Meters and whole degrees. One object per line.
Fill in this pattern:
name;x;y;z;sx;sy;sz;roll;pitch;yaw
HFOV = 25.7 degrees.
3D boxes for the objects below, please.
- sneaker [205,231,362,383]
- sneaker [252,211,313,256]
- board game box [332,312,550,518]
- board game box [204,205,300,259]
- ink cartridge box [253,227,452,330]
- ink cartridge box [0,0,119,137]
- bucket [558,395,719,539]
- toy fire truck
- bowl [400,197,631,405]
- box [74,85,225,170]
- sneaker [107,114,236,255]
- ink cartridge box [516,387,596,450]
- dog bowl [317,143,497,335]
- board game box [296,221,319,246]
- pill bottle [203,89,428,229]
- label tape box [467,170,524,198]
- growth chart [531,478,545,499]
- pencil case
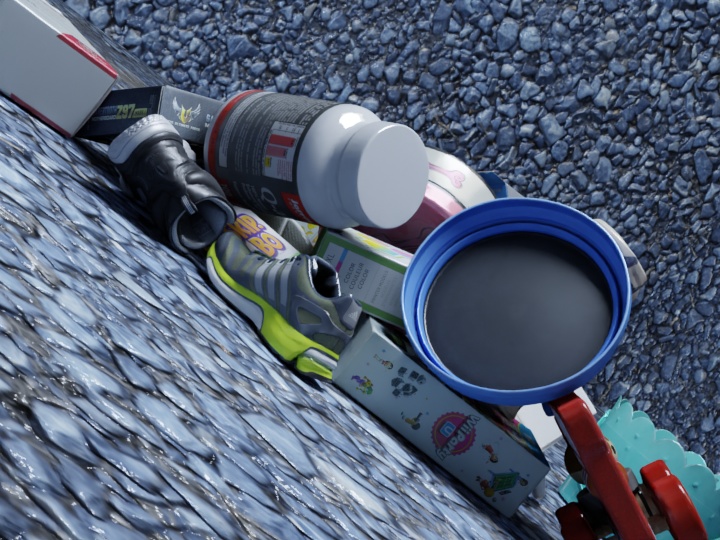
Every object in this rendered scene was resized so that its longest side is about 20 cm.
sneaker;-0.062;0.017;1.353;0.074;0.081;0.200;35;6;-47
sneaker;-0.099;-0.034;1.664;0.200;0.070;0.080;41;2;37
board game box;0.069;0.126;1.441;0.200;0.064;0.148;39;5;-6
board game box;-0.097;-0.011;1.554;0.200;0.030;0.096;38;23;23
ink cartridge box;0.000;0.000;1.482;0.200;0.059;0.104;23;7;-4
ink cartridge box;-0.344;-0.232;1.579;0.146;0.083;0.200;35;5;-34
bucket;0.337;0.258;1.817;0.207;0.135;0.207;38;3;-3
toy fire truck;0.213;0.178;1.389;0.168;0.112;0.200;64;3;-1
bowl;0.136;0.028;1.380;0.201;0.201;0.039;41;-17;29
box;-0.164;-0.138;1.592;0.200;0.051;0.158;13;-8;-39
sneaker;-0.167;-0.065;1.446;0.114;0.075;0.200;54;-3;11
ink cartridge box;0.155;0.099;1.717;0.200;0.083;0.147;58;-12;4
dog bowl;0.045;-0.024;1.584;0.200;0.200;0.074;38;34;-3
board game box;-0.028;-0.047;1.744;0.200;0.105;0.103;62;-10;-32
pill bottle;-0.042;-0.101;1.456;0.200;0.116;0.116;14;-14;43
label tape box;0.102;-0.050;1.668;0.144;0.063;0.200;-2;-11;22
growth chart;0.138;0.147;1.623;0.200;0.018;0.145;56;-6;30
pencil case;0.176;0.042;1.447;0.078;0.200;0.089;48;-6;-31
